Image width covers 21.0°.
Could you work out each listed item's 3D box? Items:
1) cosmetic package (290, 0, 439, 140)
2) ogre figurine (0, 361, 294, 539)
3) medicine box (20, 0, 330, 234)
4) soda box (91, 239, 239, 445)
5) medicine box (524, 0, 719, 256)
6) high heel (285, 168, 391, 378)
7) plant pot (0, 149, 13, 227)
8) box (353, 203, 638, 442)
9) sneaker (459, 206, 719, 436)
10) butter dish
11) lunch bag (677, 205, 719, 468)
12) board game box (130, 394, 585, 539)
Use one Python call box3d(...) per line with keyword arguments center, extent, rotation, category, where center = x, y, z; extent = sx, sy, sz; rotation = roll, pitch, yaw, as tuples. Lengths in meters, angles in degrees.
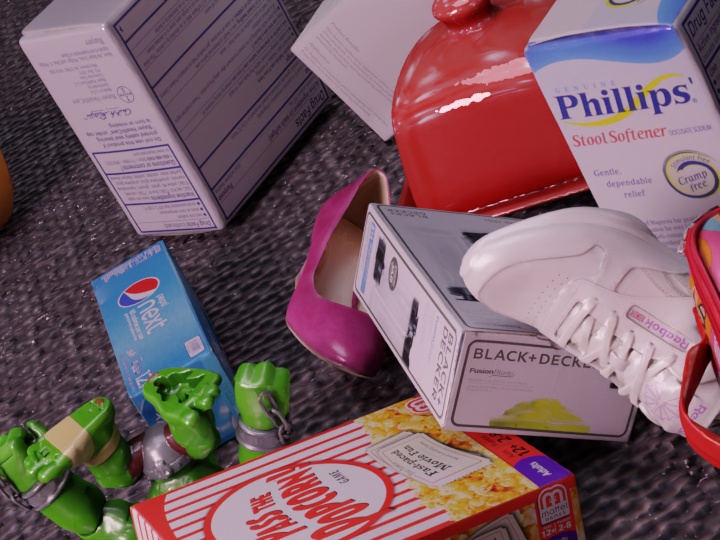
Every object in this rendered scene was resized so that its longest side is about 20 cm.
box3d(center=(0.054, -0.204, 1.491), extent=(0.200, 0.113, 0.081), rotation=(-36, 17, 37), category="cosmetic package")
box3d(center=(-0.112, 0.122, 1.159), extent=(0.200, 0.120, 0.098), rotation=(-29, 31, 7), category="ogre figurine")
box3d(center=(-0.144, -0.161, 1.569), extent=(0.103, 0.200, 0.182), rotation=(-2, 38, 39), category="medicine box")
box3d(center=(-0.133, 0.054, 1.352), extent=(0.064, 0.068, 0.200), rotation=(-30, 27, -1), category="soda box")
box3d(center=(0.209, -0.106, 1.136), extent=(0.103, 0.200, 0.182), rotation=(-6, 35, 40), category="medicine box")
box3d(center=(0.000, 0.000, 1.288), extent=(0.096, 0.067, 0.200), rotation=(-60, 10, 14), category="high heel")
box3d(center=(-0.417, -0.061, 1.725), extent=(0.183, 0.201, 0.200), rotation=(-31, 22, -37), category="plant pot")
box3d(center=(0.076, 0.027, 1.135), extent=(0.116, 0.060, 0.200), rotation=(5, 20, -19), category="box")
box3d(center=(0.148, 0.029, 1.009), extent=(0.075, 0.200, 0.100), rotation=(116, 166, -48), category="sneaker")
box3d(center=(0.098, -0.136, 1.360), extent=(0.199, 0.148, 0.200), rotation=(-17, 30, 26), category="butter dish")
box3d(center=(0.234, 0.043, 0.919), extent=(0.176, 0.082, 0.200), rotation=(-15, 45, -1), category="lunch bag")
box3d(center=(-0.004, 0.137, 1.044), extent=(0.200, 0.046, 0.151), rotation=(-20, 22, -20), category="board game box")
